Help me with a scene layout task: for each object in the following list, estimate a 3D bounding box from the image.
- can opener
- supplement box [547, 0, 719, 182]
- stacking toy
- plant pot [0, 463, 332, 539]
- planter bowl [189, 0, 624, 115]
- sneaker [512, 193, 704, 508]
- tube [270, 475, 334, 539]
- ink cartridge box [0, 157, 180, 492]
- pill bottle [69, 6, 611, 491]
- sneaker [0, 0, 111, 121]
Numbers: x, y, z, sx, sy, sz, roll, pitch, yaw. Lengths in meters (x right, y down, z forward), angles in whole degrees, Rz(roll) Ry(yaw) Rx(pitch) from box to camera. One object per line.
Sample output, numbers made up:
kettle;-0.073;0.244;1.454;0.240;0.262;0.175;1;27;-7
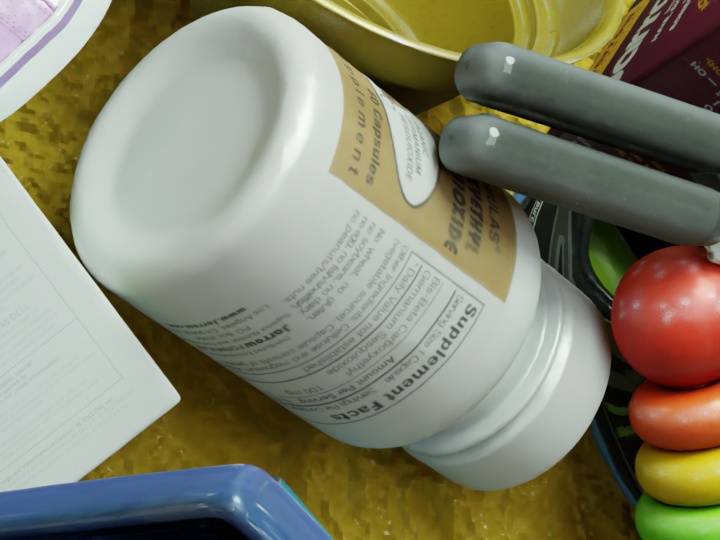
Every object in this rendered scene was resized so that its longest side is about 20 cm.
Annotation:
can opener;0.109;-0.035;1.078;0.200;0.067;0.053;16;83;-29
supplement box;0.174;-0.093;1.164;0.086;0.200;0.110;40;60;-10
stacking toy;0.137;0.086;1.119;0.085;0.085;0.200;-20;107;-32
plant pot;-0.077;0.176;0.927;0.200;0.200;0.180;48;49;-33
planter bowl;-0.005;-0.117;1.125;0.200;0.083;0.200;21;36;-16
sneaker;0.130;0.043;1.167;0.071;0.083;0.200;-38;94;-32
tube;0.010;0.168;1.090;0.077;0.050;0.200;-44;102;-24
ink cartridge box;-0.159;-0.004;0.976;0.104;0.059;0.200;-38;120;-6
pill bottle;0.000;0.000;1.067;0.200;0.114;0.114;36;58;-39
sneaker;-0.181;-0.091;0.998;0.200;0.073;0.114;-33;129;-18
